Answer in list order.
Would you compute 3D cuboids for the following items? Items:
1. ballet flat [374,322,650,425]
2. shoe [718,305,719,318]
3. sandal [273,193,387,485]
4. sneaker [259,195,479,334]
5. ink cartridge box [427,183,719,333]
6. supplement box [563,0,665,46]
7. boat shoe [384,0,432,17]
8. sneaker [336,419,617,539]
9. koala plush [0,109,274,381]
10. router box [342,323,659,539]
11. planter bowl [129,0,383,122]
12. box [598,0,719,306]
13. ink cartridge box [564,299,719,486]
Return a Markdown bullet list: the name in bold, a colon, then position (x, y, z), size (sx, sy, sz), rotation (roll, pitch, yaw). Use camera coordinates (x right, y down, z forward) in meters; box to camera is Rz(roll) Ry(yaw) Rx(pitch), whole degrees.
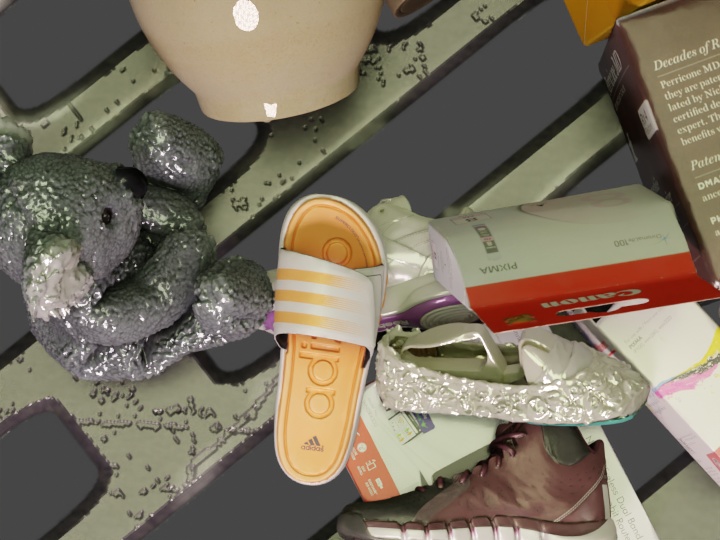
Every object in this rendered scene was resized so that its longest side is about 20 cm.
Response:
- **ballet flat**: position (0.098, 0.069, 1.584), size (0.198, 0.072, 0.073), rotation (0, 84, 21)
- **shoe**: position (0.331, 0.079, 1.628), size (0.199, 0.071, 0.092), rotation (15, 86, -31)
- **sandal**: position (-0.023, 0.052, 1.607), size (0.078, 0.059, 0.209), rotation (4, 97, 1)
- **sneaker**: position (0.000, 0.000, 1.683), size (0.198, 0.075, 0.100), rotation (-5, 65, 1)
- **ink cartridge box**: position (0.142, -0.011, 1.548), size (0.161, 0.200, 0.058), rotation (-9, 98, -7)
- **supplement box**: position (0.227, -0.297, 1.631), size (0.199, 0.133, 0.199), rotation (-20, 83, -30)
- **boat shoe**: position (0.089, -0.270, 1.699), size (0.199, 0.072, 0.068), rotation (-33, 80, -6)
- **sneaker**: position (0.082, 0.142, 1.612), size (0.198, 0.076, 0.117), rotation (3, 79, -9)
- **koala plush**: position (-0.193, -0.019, 1.597), size (0.183, 0.200, 0.178), rotation (-30, 64, 15)
- **router box**: position (0.092, 0.149, 1.666), size (0.178, 0.049, 0.201), rotation (-28, 84, -2)
- **planter bowl**: position (-0.069, -0.187, 1.648), size (0.198, 0.200, 0.136), rotation (-10, 111, 0)
- **box**: position (0.282, -0.097, 1.630), size (0.163, 0.166, 0.202), rotation (-20, 84, 0)
- **ink cartridge box**: position (0.225, 0.064, 1.639), size (0.067, 0.116, 0.200), rotation (-43, 85, -4)
